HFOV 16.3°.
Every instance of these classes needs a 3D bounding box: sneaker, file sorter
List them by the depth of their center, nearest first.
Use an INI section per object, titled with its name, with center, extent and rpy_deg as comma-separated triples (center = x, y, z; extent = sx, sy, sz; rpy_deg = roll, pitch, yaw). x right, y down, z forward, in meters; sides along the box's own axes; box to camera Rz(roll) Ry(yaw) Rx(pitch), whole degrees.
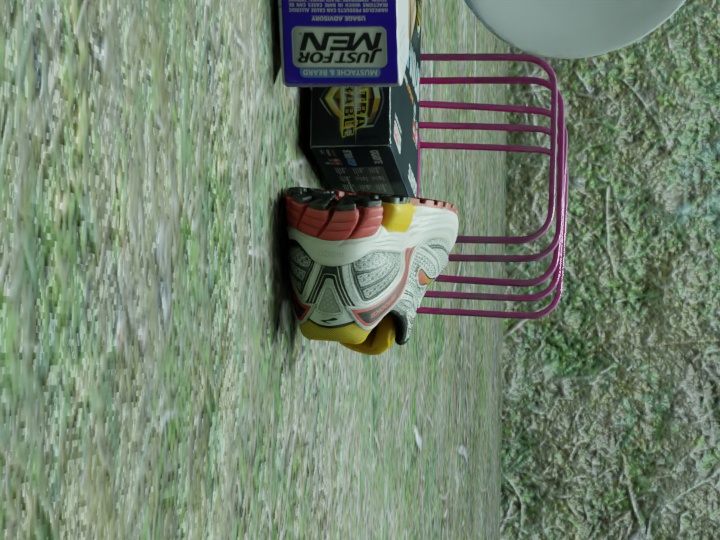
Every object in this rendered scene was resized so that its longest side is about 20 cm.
[sneaker]
center = 0.000, 0.000, 1.302
extent = 0.200, 0.077, 0.083
rpy_deg = -5, 100, -74
[file sorter]
center = 0.079, -0.055, 1.727
extent = 0.200, 0.124, 0.140
rpy_deg = 69, 23, -73

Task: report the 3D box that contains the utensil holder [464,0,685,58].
[utensil holder]
center = 0.103, -0.237, 1.456
extent = 0.200, 0.169, 0.171
rpy_deg = -117, -161, -54

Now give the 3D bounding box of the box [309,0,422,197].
[box]
center = 0.005, -0.124, 1.397
extent = 0.200, 0.046, 0.160
rpy_deg = 62, 28, -78

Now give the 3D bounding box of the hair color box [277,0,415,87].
[hair color box]
center = -0.007, -0.200, 1.208
extent = 0.109, 0.064, 0.201
rpy_deg = -78, 169, -64
